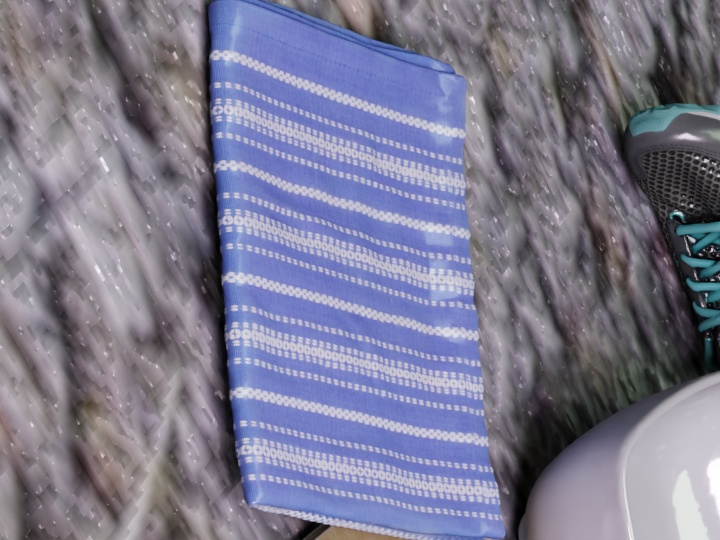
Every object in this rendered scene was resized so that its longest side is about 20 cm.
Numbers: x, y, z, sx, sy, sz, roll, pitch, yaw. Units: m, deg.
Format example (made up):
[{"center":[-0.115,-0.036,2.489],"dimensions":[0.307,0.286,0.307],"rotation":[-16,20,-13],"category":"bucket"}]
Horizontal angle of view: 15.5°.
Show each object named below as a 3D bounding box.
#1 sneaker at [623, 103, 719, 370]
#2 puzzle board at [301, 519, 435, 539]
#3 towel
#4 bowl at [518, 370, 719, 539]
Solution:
[{"center":[0.182,0.005,1.224],"dimensions":[0.200,0.077,0.091],"rotation":[47,50,-33],"category":"sneaker"},{"center":[0.024,0.183,1.004],"dimensions":[0.151,0.017,0.200],"rotation":[-35,109,-53],"category":"puzzle board"},{"center":[0.000,0.000,1.007],"dimensions":[0.145,0.024,0.201],"rotation":[16,63,-48],"category":"towel"},{"center":[0.138,0.148,1.111],"dimensions":[0.200,0.075,0.200],"rotation":[-15,91,-57],"category":"bowl"}]
